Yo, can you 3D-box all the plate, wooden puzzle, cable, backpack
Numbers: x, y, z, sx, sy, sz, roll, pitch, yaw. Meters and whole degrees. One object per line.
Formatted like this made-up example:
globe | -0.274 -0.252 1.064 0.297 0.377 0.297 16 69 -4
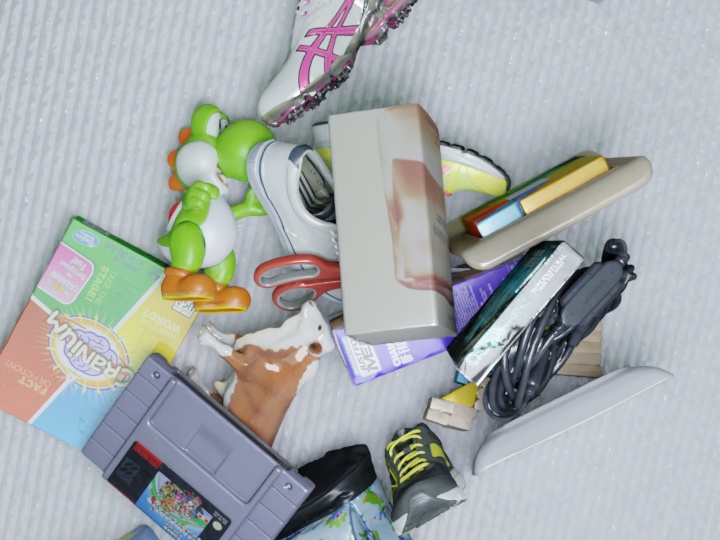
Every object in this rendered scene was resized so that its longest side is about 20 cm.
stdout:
plate | 0.191 0.140 1.343 0.199 0.200 0.032 -27 81 -1
wooden puzzle | 0.164 -0.066 1.312 0.185 0.200 0.037 -28 100 -1
cable | 0.179 0.059 1.301 0.051 0.163 0.200 40 79 13
backpack | -0.017 0.298 1.374 0.163 0.154 0.200 -24 112 20

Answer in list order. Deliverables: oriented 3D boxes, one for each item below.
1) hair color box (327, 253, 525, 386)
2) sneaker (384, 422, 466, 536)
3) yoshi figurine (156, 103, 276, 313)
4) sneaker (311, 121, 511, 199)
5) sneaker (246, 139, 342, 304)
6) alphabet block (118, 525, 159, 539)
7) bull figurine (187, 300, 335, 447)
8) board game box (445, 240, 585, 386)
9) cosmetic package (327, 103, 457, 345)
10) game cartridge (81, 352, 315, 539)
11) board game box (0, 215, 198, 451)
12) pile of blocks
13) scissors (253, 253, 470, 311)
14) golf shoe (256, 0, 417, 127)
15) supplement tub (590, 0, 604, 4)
hair color box | 0.072 0.042 1.364 0.200 0.109 0.065 -23 97 -2
sneaker | 0.050 0.195 1.340 0.074 0.200 0.085 -30 86 3
yoshi figurine | -0.127 -0.064 1.331 0.112 0.112 0.200 6 75 -17
sneaker | 0.046 -0.088 1.370 0.200 0.078 0.090 11 95 7
sneaker | -0.037 -0.039 1.331 0.073 0.071 0.200 -55 130 -26
alphabet block | -0.241 0.394 1.340 0.200 0.195 0.196 -33 95 -1
bull figurine | -0.105 0.104 1.352 0.121 0.065 0.200 25 121 0
board game box | 0.129 0.033 1.211 0.028 0.200 0.135 40 91 1
cosmetic package | 0.030 -0.039 1.263 0.087 0.103 0.200 -6 82 12
game cartridge | -0.157 0.189 1.327 0.200 0.038 0.130 39 101 8
board game box | -0.260 0.070 1.380 0.153 0.040 0.200 28 93 -6
pile of blocks | 0.148 0.100 1.404 0.200 0.062 0.082 -21 85 -9
scissors | 0.000 0.000 1.326 0.200 0.014 0.073 -11 137 9
golf shoe | -0.037 -0.225 1.352 0.092 0.073 0.200 43 82 -1
supplement tub | 0.160 -0.346 1.311 0.200 0.145 0.146 23 94 -6
